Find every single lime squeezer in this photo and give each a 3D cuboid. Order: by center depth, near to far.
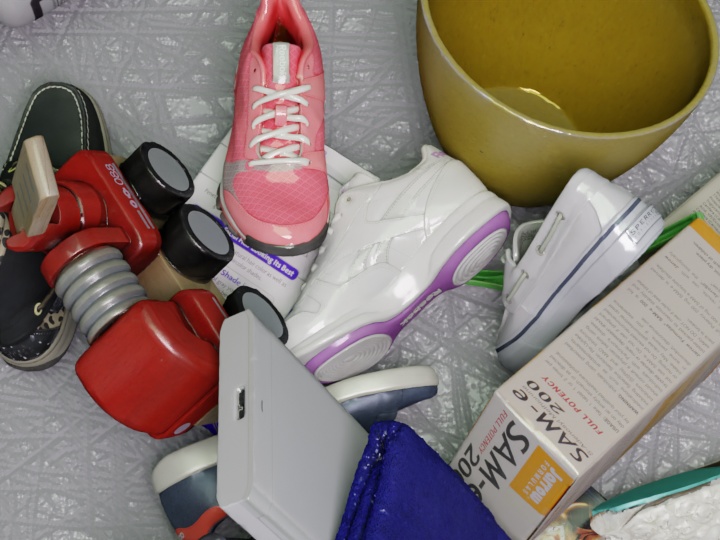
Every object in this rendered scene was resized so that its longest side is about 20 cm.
[{"bbox_3d":[0.134,-0.007,1.134,0.198,0.071,0.038,-10,49,14],"label":"lime squeezer"}]

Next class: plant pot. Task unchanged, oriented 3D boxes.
[{"bbox_3d":[0.120,-0.124,1.128,0.198,0.142,0.202,7,54,-10],"label":"plant pot"}]

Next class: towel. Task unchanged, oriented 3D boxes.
[{"bbox_3d":[0.052,0.200,0.975,0.049,0.200,0.148,-21,34,32],"label":"towel"}]

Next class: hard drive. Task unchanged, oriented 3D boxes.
[{"bbox_3d":[-0.020,0.131,0.991,0.026,0.200,0.133,-23,44,20],"label":"hard drive"}]

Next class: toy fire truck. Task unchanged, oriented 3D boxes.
[{"bbox_3d":[-0.146,0.001,0.985,0.128,0.199,0.177,-41,72,23],"label":"toy fire truck"}]

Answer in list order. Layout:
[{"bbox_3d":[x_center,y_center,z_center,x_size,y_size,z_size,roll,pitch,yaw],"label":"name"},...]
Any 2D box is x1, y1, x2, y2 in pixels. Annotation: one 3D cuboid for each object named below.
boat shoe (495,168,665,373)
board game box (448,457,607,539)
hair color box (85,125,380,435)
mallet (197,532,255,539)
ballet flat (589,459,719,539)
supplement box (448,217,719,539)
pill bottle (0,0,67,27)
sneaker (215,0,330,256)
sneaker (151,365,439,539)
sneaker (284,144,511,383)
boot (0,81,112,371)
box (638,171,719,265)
[{"bbox_3d":[0.124,-0.004,1.064,0.067,0.200,0.073,45,56,6],"label":"boat shoe"},{"bbox_3d":[0.120,0.205,1.089,0.200,0.035,0.136,41,76,12],"label":"board game box"},{"bbox_3d":[-0.083,-0.002,1.143,0.109,0.065,0.201,32,76,11],"label":"hair color box"},{"bbox_3d":[-0.052,0.158,0.975,0.065,0.200,0.041,-28,76,-2],"label":"mallet"},{"bbox_3d":[0.242,0.147,1.076,0.198,0.072,0.072,-20,72,-23],"label":"ballet flat"},{"bbox_3d":[0.155,0.071,1.060,0.200,0.126,0.074,-37,74,-29],"label":"supplement box"},{"bbox_3d":[-0.232,-0.243,1.196,0.199,0.112,0.112,-33,75,-11],"label":"pill bottle"},{"bbox_3d":[-0.057,-0.099,1.079,0.073,0.087,0.201,-1,50,-5],"label":"sneaker"},{"bbox_3d":[-0.032,0.128,1.100,0.198,0.075,0.085,-23,81,-3],"label":"sneaker"},{"bbox_3d":[0.000,0.000,1.096,0.199,0.075,0.100,-38,68,-7],"label":"sneaker"},{"bbox_3d":[-0.227,-0.050,1.106,0.073,0.154,0.206,2,73,15],"label":"boot"},{"bbox_3d":[0.290,-0.050,1.156,0.199,0.068,0.082,-38,76,-12],"label":"box"}]
